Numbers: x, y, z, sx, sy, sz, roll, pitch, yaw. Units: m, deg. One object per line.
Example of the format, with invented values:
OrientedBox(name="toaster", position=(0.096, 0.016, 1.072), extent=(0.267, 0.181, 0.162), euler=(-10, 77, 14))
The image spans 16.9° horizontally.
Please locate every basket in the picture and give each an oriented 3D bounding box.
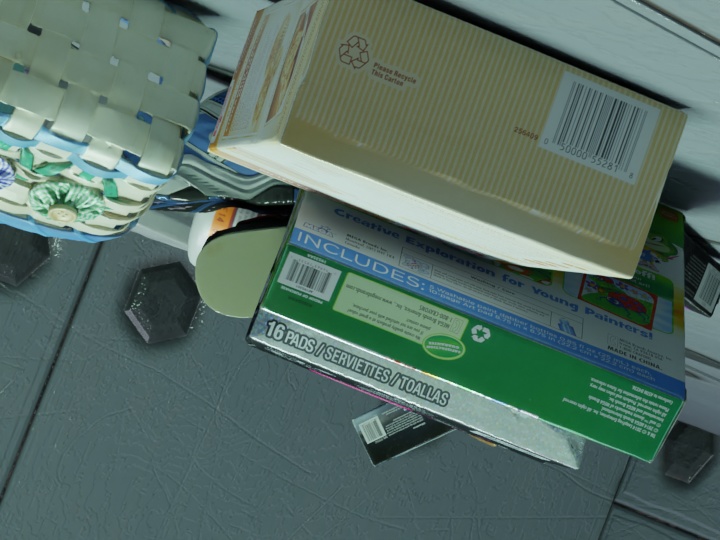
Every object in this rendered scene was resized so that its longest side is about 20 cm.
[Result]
OrientedBox(name="basket", position=(-0.179, -0.093, 1.275), extent=(0.176, 0.140, 0.200), euler=(22, 168, -22))

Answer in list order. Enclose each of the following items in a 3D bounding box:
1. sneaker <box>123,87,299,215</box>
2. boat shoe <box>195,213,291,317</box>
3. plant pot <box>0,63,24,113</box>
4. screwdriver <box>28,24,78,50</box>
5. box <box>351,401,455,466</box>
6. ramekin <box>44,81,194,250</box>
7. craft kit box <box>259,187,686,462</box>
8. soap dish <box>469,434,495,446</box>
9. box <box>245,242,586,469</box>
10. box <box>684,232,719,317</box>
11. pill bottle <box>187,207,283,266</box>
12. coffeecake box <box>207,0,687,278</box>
OrientedBox(name="sneaker", position=(-0.060, -0.075, 1.511), extent=(0.199, 0.078, 0.076), euler=(4, 173, 2))
OrientedBox(name="boat shoe", position=(0.000, -0.003, 1.500), extent=(0.200, 0.074, 0.063), euler=(1, -170, 7))
OrientedBox(name="plant pot", position=(-0.328, -0.121, 1.544), extent=(0.195, 0.198, 0.199), euler=(19, -174, 42))
OrientedBox(name="screwdriver", position=(-0.190, -0.147, 1.544), extent=(0.029, 0.028, 0.200), euler=(53, -171, 18))
OrientedBox(name="box", position=(0.105, 0.067, 1.640), extent=(0.137, 0.040, 0.200), euler=(-25, 177, -43))
OrientedBox(name="ramekin", position=(-0.205, -0.091, 2.052), extent=(0.201, 0.095, 0.202), euler=(22, 177, 1))
OrientedBox(name="craft kit box", position=(0.062, -0.007, 1.186), extent=(0.199, 0.049, 0.198), euler=(22, -150, -3))
OrientedBox(name="soap dish", position=(0.127, 0.058, 1.854), extent=(0.081, 0.158, 0.200), euler=(38, 177, -2))
OrientedBox(name="box", position=(0.046, 0.024, 1.390), extent=(0.199, 0.115, 0.132), euler=(21, 176, -3))
OrientedBox(name="box", position=(0.104, -0.031, 1.405), extent=(0.199, 0.036, 0.143), euler=(22, 178, 24))
OrientedBox(name="pill bottle", position=(-0.004, -0.021, 1.603), extent=(0.199, 0.115, 0.114), euler=(22, 177, 4))
OrientedBox(name="coffeecake box", position=(0.029, -0.058, 1.029), extent=(0.153, 0.073, 0.200), euler=(20, 178, -12))
